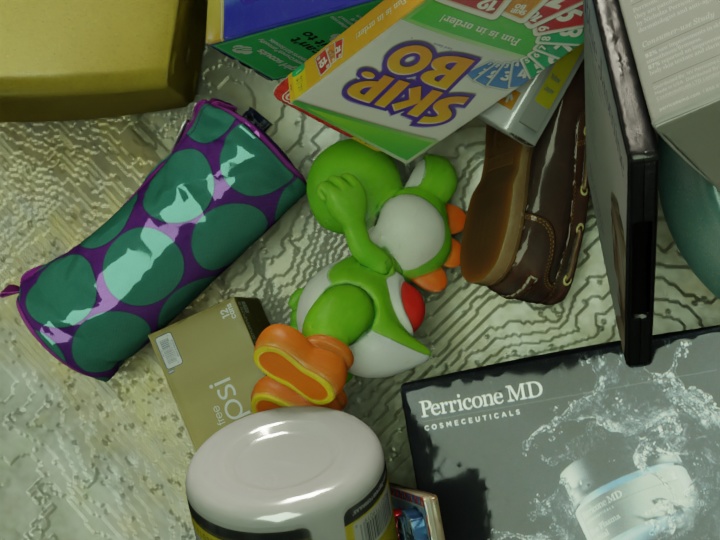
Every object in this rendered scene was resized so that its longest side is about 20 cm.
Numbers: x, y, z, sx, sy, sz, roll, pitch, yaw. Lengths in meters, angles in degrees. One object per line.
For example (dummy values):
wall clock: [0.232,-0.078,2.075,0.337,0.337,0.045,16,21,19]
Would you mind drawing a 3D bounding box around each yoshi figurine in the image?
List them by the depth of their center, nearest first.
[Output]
yoshi figurine: [-0.014,-0.004,1.054,0.112,0.112,0.200,-5,43,42]

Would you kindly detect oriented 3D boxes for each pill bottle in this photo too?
pill bottle: [-0.030,0.187,0.986,0.112,0.112,0.200,-3,117,11]

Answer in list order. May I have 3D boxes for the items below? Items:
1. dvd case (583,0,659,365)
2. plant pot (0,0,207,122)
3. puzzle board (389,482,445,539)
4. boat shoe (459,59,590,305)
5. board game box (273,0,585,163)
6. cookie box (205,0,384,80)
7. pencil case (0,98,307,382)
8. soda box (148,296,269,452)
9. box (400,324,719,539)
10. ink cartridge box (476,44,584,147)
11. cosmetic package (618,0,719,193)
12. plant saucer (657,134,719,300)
dvd case: [0.138,-0.058,0.926,0.018,0.200,0.143,-7,57,3]
plant pot: [-0.186,-0.188,1.077,0.176,0.200,0.200,8,90,1]
puzzle board: [0.036,0.203,1.014,0.017,0.200,0.151,-10,86,-7]
boat shoe: [0.116,-0.078,1.075,0.070,0.070,0.200,16,85,-26]
board game box: [0.049,-0.125,0.965,0.200,0.096,0.030,-31,48,37]
cookie box: [0.009,-0.220,1.032,0.200,0.075,0.171,-11,68,32]
pencil case: [-0.130,-0.021,1.108,0.200,0.085,0.092,-44,96,7]
soda box: [-0.062,0.119,1.099,0.064,0.068,0.200,-23,85,9]
box: [0.142,0.146,1.035,0.197,0.117,0.200,-11,85,11]
ink cartridge box: [0.075,-0.206,1.059,0.198,0.047,0.200,34,94,35]
cosmetic package: [0.177,-0.155,0.869,0.090,0.107,0.200,-24,62,23]
plant saucer: [0.256,-0.058,0.908,0.200,0.036,0.200,0,92,14]
